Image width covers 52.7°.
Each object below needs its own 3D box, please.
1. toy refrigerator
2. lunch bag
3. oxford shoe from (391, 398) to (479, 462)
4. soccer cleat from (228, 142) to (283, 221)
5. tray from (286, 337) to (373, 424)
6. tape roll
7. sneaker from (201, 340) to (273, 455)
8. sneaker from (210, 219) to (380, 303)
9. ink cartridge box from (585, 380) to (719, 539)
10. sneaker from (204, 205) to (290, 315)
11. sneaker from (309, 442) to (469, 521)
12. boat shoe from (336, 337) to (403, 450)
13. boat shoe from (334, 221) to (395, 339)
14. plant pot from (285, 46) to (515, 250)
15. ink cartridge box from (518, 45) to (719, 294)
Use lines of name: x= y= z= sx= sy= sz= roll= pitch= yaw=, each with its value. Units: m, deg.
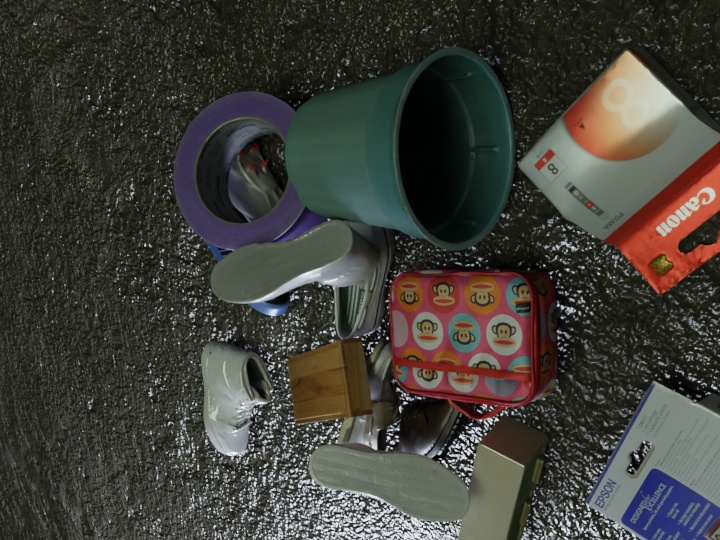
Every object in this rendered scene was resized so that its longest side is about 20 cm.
toy refrigerator: x=0.180 y=0.295 z=0.927 sx=0.070 sy=0.076 sz=0.201 roll=22 pitch=120 yaw=29
lunch bag: x=0.129 y=0.085 z=0.851 sx=0.199 sy=0.082 sz=0.177 roll=0 pitch=94 yaw=39
oxford shoe: x=0.091 y=0.201 z=0.959 sx=0.084 sy=0.073 sz=0.200 roll=43 pitch=129 yaw=18
soccer cleat: x=-0.135 y=-0.086 z=1.024 sx=0.078 sy=0.069 sz=0.201 roll=-40 pitch=75 yaw=46
tray: x=-0.049 y=0.158 z=1.011 sx=0.200 sy=0.037 sz=0.099 roll=-29 pitch=67 yaw=62
tape roll: x=-0.133 y=-0.121 z=0.937 sx=0.199 sy=0.085 sz=0.201 roll=-1 pitch=87 yaw=19
sneaker: x=-0.194 y=0.220 z=1.180 sx=0.115 sy=0.074 sz=0.201 roll=7 pitch=112 yaw=39
sneaker: x=-0.073 y=0.003 z=0.887 sx=0.199 sy=0.115 sz=0.074 roll=-15 pitch=73 yaw=22
ink cartridge box: x=0.371 y=0.232 z=0.774 sx=0.200 sy=0.047 sz=0.199 roll=32 pitch=127 yaw=26
sneaker: x=-0.166 y=-0.027 z=1.066 sx=0.200 sy=0.070 sz=0.078 roll=49 pitch=137 yaw=12
sneaker: x=0.042 y=0.261 z=0.931 sx=0.199 sy=0.116 sz=0.074 roll=15 pitch=83 yaw=10
boat shoe: x=0.025 y=0.183 z=1.010 sx=0.068 sy=0.075 sz=0.201 roll=24 pitch=124 yaw=13
boat shoe: x=0.000 y=0.000 z=0.949 sx=0.073 sy=0.067 sz=0.201 roll=12 pitch=115 yaw=34
plant pot: x=0.032 y=-0.129 z=0.798 sx=0.195 sy=0.200 sz=0.201 roll=7 pitch=113 yaw=44
ink cartridge box: x=0.274 y=-0.089 z=0.709 sx=0.200 sy=0.050 sz=0.162 roll=52 pitch=131 yaw=13
